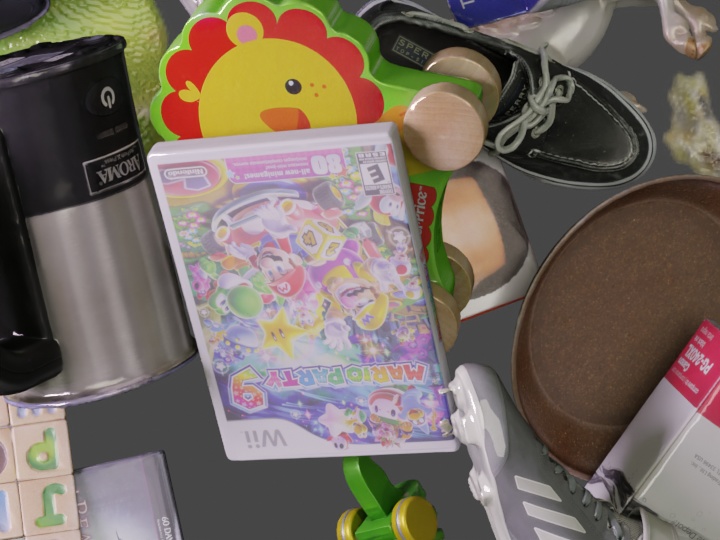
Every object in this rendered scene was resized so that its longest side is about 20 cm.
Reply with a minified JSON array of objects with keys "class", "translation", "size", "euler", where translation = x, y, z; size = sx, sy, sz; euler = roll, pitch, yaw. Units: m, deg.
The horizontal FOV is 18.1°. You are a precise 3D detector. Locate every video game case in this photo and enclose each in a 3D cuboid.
[{"class":"video game case","translation":[-0.029,0.016,1.265],"size":[0.142,0.018,0.201],"euler":[-4,118,17]},{"class":"video game case","translation":[-0.199,0.199,1.354],"size":[0.198,0.019,0.144],"euler":[-13,89,-6]}]

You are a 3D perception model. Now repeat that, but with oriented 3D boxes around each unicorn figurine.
[{"class":"unicorn figurine","translation":[0.127,-0.141,1.385],"size":[0.137,0.074,0.200],"euler":[41,71,7]}]

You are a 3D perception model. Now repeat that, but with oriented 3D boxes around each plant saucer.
[{"class":"plant saucer","translation":[0.173,0.032,1.364],"size":[0.199,0.037,0.202],"euler":[-10,115,-22]}]

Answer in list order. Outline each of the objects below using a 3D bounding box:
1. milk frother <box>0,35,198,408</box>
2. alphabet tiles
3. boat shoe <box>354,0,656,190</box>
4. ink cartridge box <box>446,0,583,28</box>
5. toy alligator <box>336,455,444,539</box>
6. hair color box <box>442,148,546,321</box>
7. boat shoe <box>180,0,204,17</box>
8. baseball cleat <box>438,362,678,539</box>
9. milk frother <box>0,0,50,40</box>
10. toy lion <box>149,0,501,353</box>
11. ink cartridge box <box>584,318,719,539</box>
[{"class":"milk frother","translation":[-0.218,-0.023,1.308],"size":[0.180,0.199,0.190],"euler":[-21,106,-35]},{"class":"alphabet tiles","translation":[-0.266,0.151,1.334],"size":[0.198,0.008,0.169],"euler":[-8,76,-7]},{"class":"boat shoe","translation":[0.088,-0.101,1.308],"size":[0.198,0.068,0.074],"euler":[30,94,-14]},{"class":"ink cartridge box","translation":[0.123,-0.259,1.365],"size":[0.199,0.041,0.201],"euler":[-16,73,-11]},{"class":"toy alligator","translation":[0.039,0.197,1.367],"size":[0.054,0.059,0.201],"euler":[-19,90,-48]},{"class":"hair color box","translation":[0.000,0.000,1.364],"size":[0.199,0.061,0.102],"euler":[-21,90,-8]},{"class":"boat shoe","translation":[-0.053,-0.140,1.360],"size":[0.072,0.066,0.201],"euler":[-32,92,-7]},{"class":"baseball cleat","translation":[0.116,0.133,1.265],"size":[0.106,0.070,0.201],"euler":[-20,105,-4]},{"class":"milk frother","translation":[-0.222,-0.242,1.273],"size":[0.179,0.200,0.190],"euler":[-16,84,-16]},{"class":"toy lion","translation":[-0.024,-0.061,1.269],"size":[0.190,0.069,0.201],"euler":[11,121,8]},{"class":"ink cartridge box","translation":[0.210,0.155,1.345],"size":[0.145,0.083,0.201],"euler":[35,96,-14]}]
